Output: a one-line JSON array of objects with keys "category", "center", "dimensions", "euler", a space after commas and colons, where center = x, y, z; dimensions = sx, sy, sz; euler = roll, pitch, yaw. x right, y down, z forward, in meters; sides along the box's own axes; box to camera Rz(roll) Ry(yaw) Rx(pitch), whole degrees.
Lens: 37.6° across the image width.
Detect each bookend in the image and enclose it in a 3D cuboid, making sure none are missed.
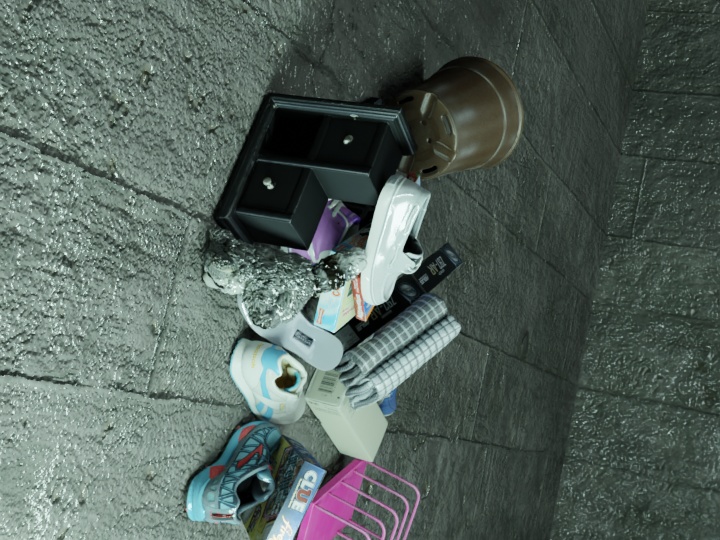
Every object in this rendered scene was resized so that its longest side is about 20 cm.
[{"category": "bookend", "center": [-0.055, -0.117, 1.381], "dimensions": [0.092, 0.197, 0.201], "euler": [59, 46, -57]}]

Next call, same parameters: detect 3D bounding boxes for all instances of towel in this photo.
[{"category": "towel", "center": [0.046, 0.117, 1.568], "dimensions": [0.165, 0.086, 0.200], "euler": [-38, 178, -17]}]

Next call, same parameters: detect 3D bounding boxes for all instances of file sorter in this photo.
[{"category": "file sorter", "center": [-0.004, 0.419, 1.730], "dimensions": [0.200, 0.125, 0.140], "euler": [-27, 137, -60]}]

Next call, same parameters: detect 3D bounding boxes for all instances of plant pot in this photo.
[{"category": "plant pot", "center": [0.146, -0.248, 1.801], "dimensions": [0.198, 0.199, 0.202], "euler": [-29, 125, -50]}]

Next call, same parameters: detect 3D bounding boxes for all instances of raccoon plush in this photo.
[{"category": "raccoon plush", "center": [-0.106, -0.021, 1.347], "dimensions": [0.199, 0.097, 0.134], "euler": [-33, 131, -6]}]

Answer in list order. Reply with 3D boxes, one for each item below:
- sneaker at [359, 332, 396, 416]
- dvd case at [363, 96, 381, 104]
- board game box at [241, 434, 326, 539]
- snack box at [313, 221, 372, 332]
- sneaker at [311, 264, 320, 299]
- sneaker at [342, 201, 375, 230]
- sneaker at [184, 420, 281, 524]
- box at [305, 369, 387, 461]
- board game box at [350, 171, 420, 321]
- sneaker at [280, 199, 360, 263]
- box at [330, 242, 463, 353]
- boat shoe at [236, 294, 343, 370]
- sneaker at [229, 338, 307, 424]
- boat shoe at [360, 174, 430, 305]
[{"category": "sneaker", "center": [0.041, 0.187, 1.837], "dimensions": [0.201, 0.076, 0.076], "euler": [76, 32, -44]}, {"category": "dvd case", "center": [0.000, -0.157, 1.696], "dimensions": [0.150, 0.025, 0.202], "euler": [-46, 139, -51]}, {"category": "board game box", "center": [-0.108, 0.307, 1.437], "dimensions": [0.136, 0.034, 0.200], "euler": [-64, -168, -4]}, {"category": "snack box", "center": [0.000, 0.000, 1.523], "dimensions": [0.200, 0.037, 0.117], "euler": [-37, 145, -61]}, {"category": "sneaker", "center": [-0.020, -0.005, 1.640], "dimensions": [0.200, 0.078, 0.090], "euler": [-10, 110, -64]}, {"category": "sneaker", "center": [0.025, -0.144, 1.638], "dimensions": [0.090, 0.077, 0.202], "euler": [5, 99, -76]}, {"category": "sneaker", "center": [-0.149, 0.281, 1.436], "dimensions": [0.200, 0.095, 0.080], "euler": [-47, 139, -50]}, {"category": "box", "center": [-0.020, 0.229, 1.729], "dimensions": [0.083, 0.068, 0.201], "euler": [-65, 151, -29]}, {"category": "board game box", "center": [0.039, -0.035, 1.507], "dimensions": [0.103, 0.019, 0.201], "euler": [81, 32, -52]}, {"category": "sneaker", "center": [-0.046, -0.109, 1.508], "dimensions": [0.073, 0.113, 0.202], "euler": [-12, 108, -62]}, {"category": "box", "center": [0.056, 0.045, 1.704], "dimensions": [0.044, 0.200, 0.160], "euler": [53, 32, 1]}, {"category": "boat shoe", "center": [-0.108, 0.071, 1.488], "dimensions": [0.200, 0.070, 0.071], "euler": [38, 82, -36]}, {"category": "sneaker", "center": [-0.113, 0.167, 1.493], "dimensions": [0.200, 0.080, 0.077], "euler": [59, 44, -56]}, {"category": "boat shoe", "center": [0.051, -0.031, 1.395], "dimensions": [0.072, 0.068, 0.201], "euler": [-43, 151, -55]}]
